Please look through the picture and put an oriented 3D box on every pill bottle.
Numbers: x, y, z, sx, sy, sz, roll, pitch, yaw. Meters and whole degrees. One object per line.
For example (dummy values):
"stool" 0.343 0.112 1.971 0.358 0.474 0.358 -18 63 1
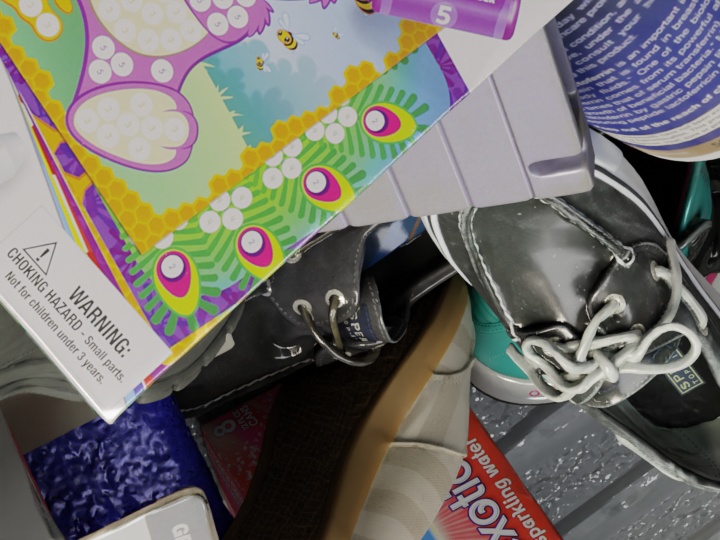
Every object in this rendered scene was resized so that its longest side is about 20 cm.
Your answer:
"pill bottle" 0.067 -0.117 0.829 0.199 0.116 0.116 21 115 -45

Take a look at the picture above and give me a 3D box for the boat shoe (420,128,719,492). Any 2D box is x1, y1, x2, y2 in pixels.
"boat shoe" 0.087 0.018 0.900 0.073 0.068 0.199 -27 135 15

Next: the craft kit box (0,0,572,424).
"craft kit box" -0.055 -0.102 0.608 0.197 0.049 0.200 -43 100 -7

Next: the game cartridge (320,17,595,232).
"game cartridge" -0.010 -0.079 0.741 0.129 0.039 0.200 -5 147 14

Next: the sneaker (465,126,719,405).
"sneaker" 0.133 -0.025 0.997 0.199 0.084 0.121 -19 147 -17

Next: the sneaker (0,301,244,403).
"sneaker" -0.088 -0.008 0.696 0.200 0.076 0.091 -25 145 -52

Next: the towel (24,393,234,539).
"towel" -0.148 0.096 0.890 0.199 0.050 0.148 -28 106 -11

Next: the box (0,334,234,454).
"box" -0.153 0.018 0.826 0.199 0.095 0.078 -28 140 -11

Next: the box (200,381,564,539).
"box" 0.028 0.130 0.976 0.099 0.200 0.096 -27 141 -9

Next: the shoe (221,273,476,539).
"shoe" -0.001 0.073 0.932 0.070 0.200 0.054 -15 120 34

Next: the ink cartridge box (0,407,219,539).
"ink cartridge box" -0.126 0.145 0.820 0.175 0.084 0.201 -22 134 -13

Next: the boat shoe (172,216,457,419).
"boat shoe" 0.000 0.000 0.934 0.199 0.066 0.070 -34 140 -2
